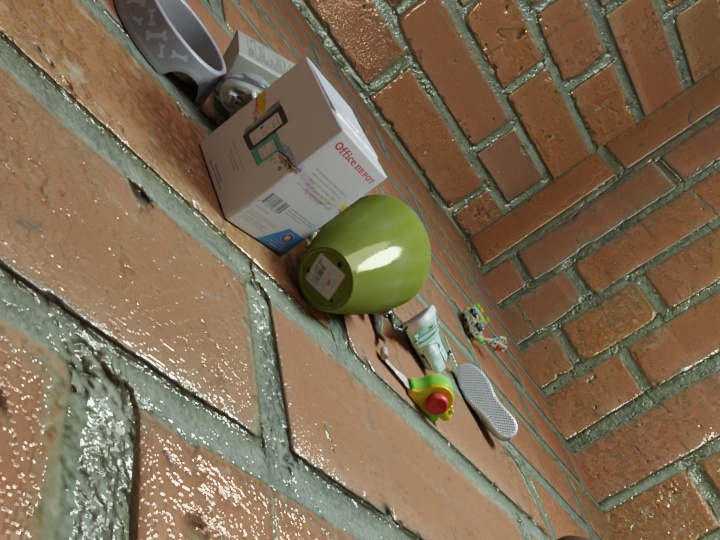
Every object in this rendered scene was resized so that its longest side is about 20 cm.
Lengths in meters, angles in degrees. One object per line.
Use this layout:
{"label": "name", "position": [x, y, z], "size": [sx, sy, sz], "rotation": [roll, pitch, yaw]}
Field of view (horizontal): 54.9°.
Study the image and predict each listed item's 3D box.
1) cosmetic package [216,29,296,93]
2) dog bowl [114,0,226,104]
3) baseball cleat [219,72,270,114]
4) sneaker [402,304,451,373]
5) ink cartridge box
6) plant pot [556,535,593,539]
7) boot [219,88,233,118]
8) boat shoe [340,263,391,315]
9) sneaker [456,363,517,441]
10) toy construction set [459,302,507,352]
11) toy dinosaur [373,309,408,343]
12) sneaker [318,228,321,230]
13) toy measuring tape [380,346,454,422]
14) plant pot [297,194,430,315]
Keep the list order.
{"label": "cosmetic package", "position": [-0.154, -0.329, 1.249], "size": [0.197, 0.088, 0.105], "rotation": [25, 32, -28]}
{"label": "dog bowl", "position": [-0.282, -0.356, 1.058], "size": [0.201, 0.058, 0.201], "rotation": [53, 14, -18]}
{"label": "baseball cleat", "position": [-0.126, -0.256, 1.086], "size": [0.197, 0.070, 0.108], "rotation": [26, 32, -27]}
{"label": "sneaker", "position": [0.140, 0.141, 1.374], "size": [0.120, 0.073, 0.201], "rotation": [61, -1, 11]}
{"label": "ink cartridge box", "position": [-0.093, -0.156, 0.978], "size": [0.146, 0.198, 0.148], "rotation": [35, 24, -57]}
{"label": "plant pot", "position": [0.421, 0.581, 1.293], "size": [0.189, 0.185, 0.200], "rotation": [56, -1, -3]}
{"label": "boot", "position": [-0.155, -0.217, 1.169], "size": [0.200, 0.072, 0.157], "rotation": [44, 18, -40]}
{"label": "boat shoe", "position": [0.000, 0.000, 1.262], "size": [0.071, 0.076, 0.201], "rotation": [35, 16, -48]}
{"label": "sneaker", "position": [0.286, 0.315, 1.621], "size": [0.202, 0.073, 0.083], "rotation": [58, -17, 23]}
{"label": "toy construction set", "position": [0.379, 0.184, 2.194], "size": [0.131, 0.092, 0.201], "rotation": [47, 6, -38]}
{"label": "toy dinosaur", "position": [0.043, 0.077, 1.298], "size": [0.088, 0.047, 0.203], "rotation": [41, 26, -41]}
{"label": "sneaker", "position": [-0.098, -0.123, 1.171], "size": [0.086, 0.077, 0.200], "rotation": [13, -24, 39]}
{"label": "toy measuring tape", "position": [0.112, 0.194, 1.220], "size": [0.201, 0.073, 0.074], "rotation": [52, 14, -26]}
{"label": "plant pot", "position": [-0.010, -0.008, 1.061], "size": [0.190, 0.186, 0.199], "rotation": [57, 28, 3]}
